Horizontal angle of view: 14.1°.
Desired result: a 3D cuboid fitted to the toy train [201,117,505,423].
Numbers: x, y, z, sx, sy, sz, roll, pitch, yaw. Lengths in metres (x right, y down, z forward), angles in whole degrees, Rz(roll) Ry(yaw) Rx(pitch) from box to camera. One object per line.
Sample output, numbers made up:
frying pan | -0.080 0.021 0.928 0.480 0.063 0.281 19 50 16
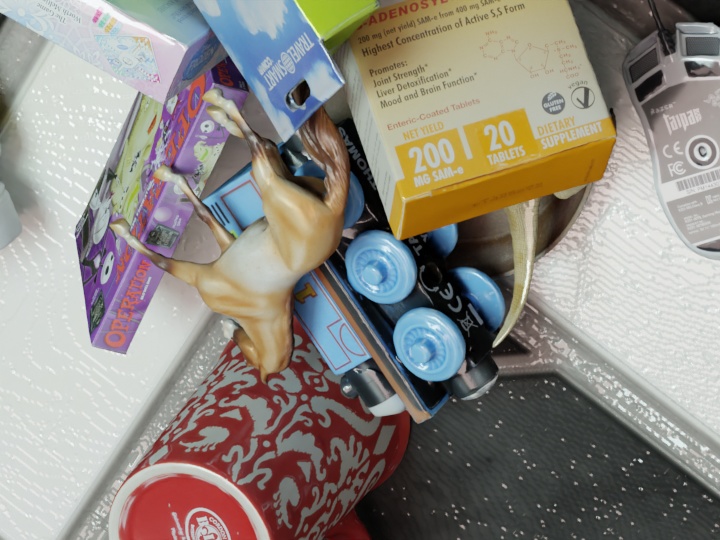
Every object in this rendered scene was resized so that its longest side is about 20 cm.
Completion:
toy train | 0.000 0.000 1.730 0.114 0.087 0.201 -29 99 37

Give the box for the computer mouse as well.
computer mouse | 0.187 -0.103 1.671 0.109 0.044 0.201 -15 100 22

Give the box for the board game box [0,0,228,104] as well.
board game box | -0.151 -0.187 1.679 0.198 0.200 0.044 29 118 9

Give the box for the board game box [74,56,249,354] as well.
board game box | -0.123 -0.063 1.771 0.032 0.120 0.201 12 122 -25

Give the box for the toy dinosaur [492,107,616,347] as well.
toy dinosaur | 0.095 -0.065 1.687 0.101 0.058 0.201 -12 97 39

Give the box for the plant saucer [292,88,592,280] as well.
plant saucer | 0.050 -0.090 1.736 0.199 0.034 0.202 8 114 19

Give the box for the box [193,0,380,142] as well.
box | -0.064 -0.176 1.551 0.201 0.048 0.122 56 159 2

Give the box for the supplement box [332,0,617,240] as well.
supplement box | 0.048 -0.134 1.603 0.125 0.074 0.201 -17 74 -7

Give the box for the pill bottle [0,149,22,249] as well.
pill bottle | -0.294 -0.096 1.826 0.114 0.114 0.201 -17 105 27

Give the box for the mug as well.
mug | -0.048 0.136 1.775 0.177 0.200 0.134 42 120 1

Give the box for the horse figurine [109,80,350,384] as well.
horse figurine | -0.059 -0.028 1.664 0.133 0.050 0.200 45 132 5
